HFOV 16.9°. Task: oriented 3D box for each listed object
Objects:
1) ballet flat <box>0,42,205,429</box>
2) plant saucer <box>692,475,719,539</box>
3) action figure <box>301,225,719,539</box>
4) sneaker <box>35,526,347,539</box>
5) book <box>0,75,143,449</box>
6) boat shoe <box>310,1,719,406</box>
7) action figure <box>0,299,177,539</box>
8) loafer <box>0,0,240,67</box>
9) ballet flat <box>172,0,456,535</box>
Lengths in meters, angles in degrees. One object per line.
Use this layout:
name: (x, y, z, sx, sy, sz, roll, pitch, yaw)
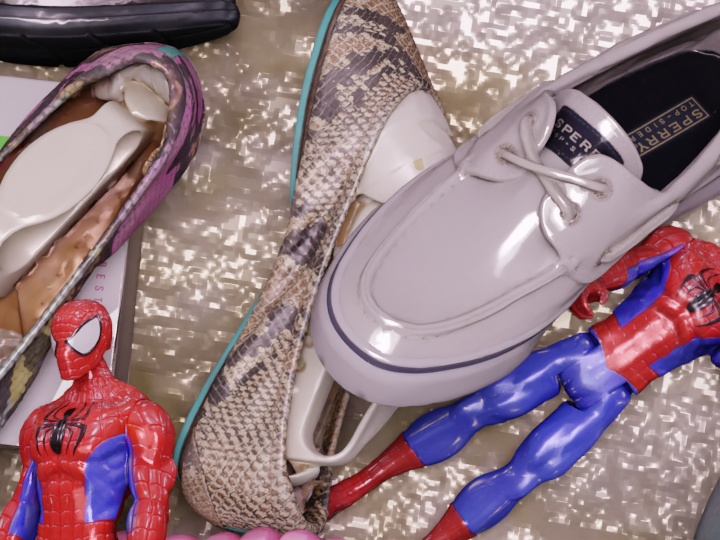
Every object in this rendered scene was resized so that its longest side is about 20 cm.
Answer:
ballet flat: (-0.125, 0.001, 0.809, 0.069, 0.071, 0.200, 38, 86, 7)
plant saucer: (0.142, 0.131, 0.798, 0.039, 0.201, 0.201, -5, 89, 30)
action figure: (0.076, 0.042, 0.837, 0.200, 0.099, 0.065, -36, 89, -2)
sneaker: (-0.052, 0.136, 0.817, 0.200, 0.079, 0.096, -3, 69, 28)
book: (-0.180, -0.008, 0.871, 0.200, 0.048, 0.134, 5, 85, 3)
boat shoe: (0.068, -0.028, 0.790, 0.200, 0.066, 0.072, -29, 68, -27)
action figure: (-0.091, 0.108, 0.782, 0.065, 0.052, 0.200, -6, 77, 31)
loafer: (-0.141, -0.113, 0.857, 0.200, 0.073, 0.072, 4, 85, 0)
ballet flat: (0.000, 0.000, 0.843, 0.075, 0.068, 0.200, 16, 83, 29)
